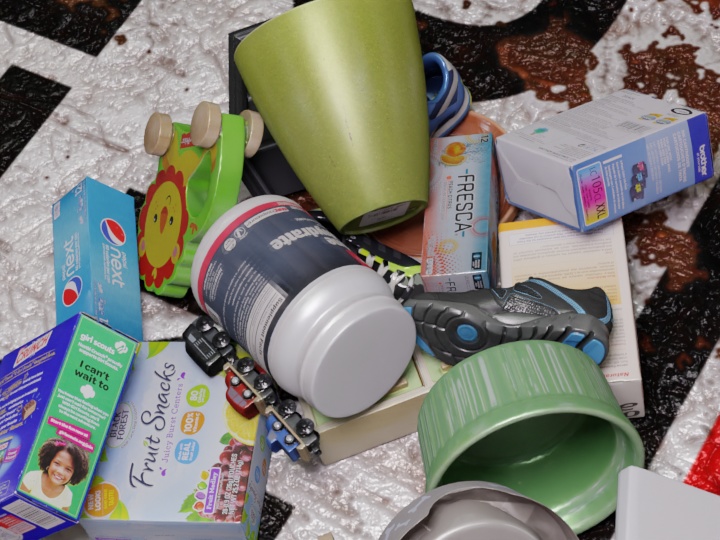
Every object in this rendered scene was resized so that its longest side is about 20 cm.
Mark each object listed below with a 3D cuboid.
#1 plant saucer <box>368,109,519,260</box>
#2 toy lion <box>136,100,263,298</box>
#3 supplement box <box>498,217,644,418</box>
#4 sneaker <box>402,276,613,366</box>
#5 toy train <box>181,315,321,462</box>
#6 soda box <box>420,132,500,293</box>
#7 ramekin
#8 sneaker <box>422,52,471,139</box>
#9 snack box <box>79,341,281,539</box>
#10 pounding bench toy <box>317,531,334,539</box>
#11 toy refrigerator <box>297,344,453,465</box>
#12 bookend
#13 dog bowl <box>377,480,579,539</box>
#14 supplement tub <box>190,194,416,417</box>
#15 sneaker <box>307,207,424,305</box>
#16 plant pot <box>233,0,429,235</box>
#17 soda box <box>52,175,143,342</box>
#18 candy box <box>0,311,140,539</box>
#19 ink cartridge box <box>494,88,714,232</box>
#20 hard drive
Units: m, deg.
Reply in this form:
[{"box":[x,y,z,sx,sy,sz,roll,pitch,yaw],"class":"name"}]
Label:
[{"box":[0.075,-0.086,1.824,0.200,0.032,0.201,-6,55,9],"class":"plant saucer"},{"box":[-0.179,-0.068,1.780,0.200,0.068,0.192,-2,79,61],"class":"toy lion"},{"box":[0.204,0.047,1.677,0.126,0.074,0.201,-6,55,9],"class":"supplement box"},{"box":[0.139,0.047,1.617,0.199,0.073,0.082,7,42,14],"class":"sneaker"},{"box":[-0.107,0.116,1.652,0.046,0.034,0.200,-39,58,-13],"class":"toy train"},{"box":[0.101,-0.047,1.714,0.068,0.064,0.200,-4,46,12],"class":"soda box"},{"box":[0.146,0.155,1.549,0.199,0.200,0.098,-17,46,2],"class":"ramekin"},{"box":[0.039,-0.146,1.804,0.074,0.082,0.200,24,67,25],"class":"sneaker"},{"box":[-0.174,0.169,1.690,0.168,0.068,0.201,0,55,13],"class":"snack box"},{"box":[-0.076,0.315,1.488,0.156,0.200,0.124,-20,55,-1],"class":"pounding bench toy"},{"box":[0.040,0.110,1.677,0.199,0.070,0.076,-20,54,-1],"class":"toy refrigerator"},{"box":[-0.036,-0.188,1.853,0.198,0.092,0.200,-16,49,15],"class":"bookend"},{"box":[0.095,0.273,1.489,0.200,0.200,0.059,-28,21,-6],"class":"dog bowl"},{"box":[-0.055,0.032,1.632,0.140,0.141,0.200,-39,53,-13],"class":"supplement tub"},{"box":[0.000,0.000,1.735,0.200,0.083,0.072,31,100,25],"class":"sneaker"},{"box":[-0.008,-0.144,1.693,0.187,0.187,0.201,-18,78,1],"class":"plant pot"},{"box":[-0.278,0.004,1.813,0.064,0.068,0.200,-34,48,32],"class":"soda box"},{"box":[-0.312,0.160,1.676,0.169,0.077,0.201,-27,41,48],"class":"candy box"},{"box":[0.257,-0.118,1.725,0.200,0.077,0.136,-24,26,-22],"class":"ink cartridge box"},{"box":[0.277,0.281,1.487,0.132,0.026,0.201,21,57,-19],"class":"hard drive"}]
